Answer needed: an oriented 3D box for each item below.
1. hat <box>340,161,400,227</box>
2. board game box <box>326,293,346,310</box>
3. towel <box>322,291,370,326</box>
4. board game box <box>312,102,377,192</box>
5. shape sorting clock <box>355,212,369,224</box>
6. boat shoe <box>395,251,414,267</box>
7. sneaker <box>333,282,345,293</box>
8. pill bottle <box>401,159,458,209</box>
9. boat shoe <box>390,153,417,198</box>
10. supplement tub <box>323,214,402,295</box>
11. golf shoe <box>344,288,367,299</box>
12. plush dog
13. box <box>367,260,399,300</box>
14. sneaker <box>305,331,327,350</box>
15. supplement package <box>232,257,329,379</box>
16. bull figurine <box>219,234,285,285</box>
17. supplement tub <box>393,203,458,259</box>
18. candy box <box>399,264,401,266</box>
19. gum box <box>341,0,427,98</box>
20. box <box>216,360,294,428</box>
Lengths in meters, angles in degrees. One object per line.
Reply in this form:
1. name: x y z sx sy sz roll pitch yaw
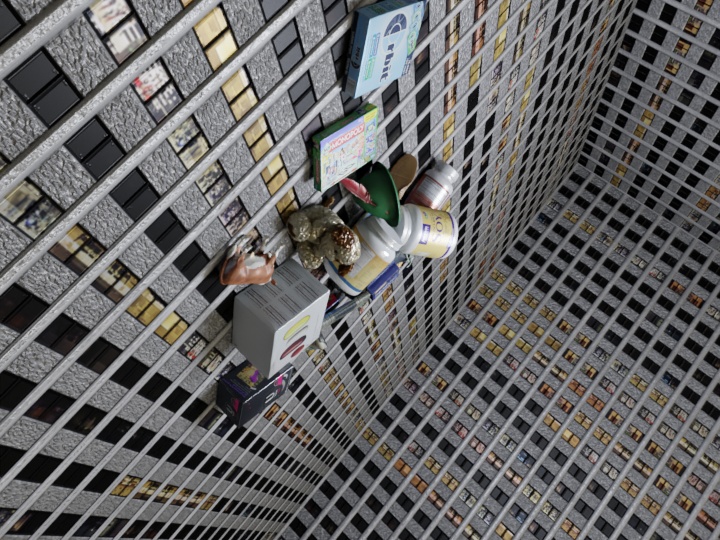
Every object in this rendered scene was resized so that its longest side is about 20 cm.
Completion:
1. hat: -0.009 -0.182 1.538 0.172 0.165 0.206 -21 107 -17
2. board game box: -0.120 0.111 1.799 0.157 0.039 0.200 -40 179 10
3. towel: -0.062 0.126 1.854 0.189 0.035 0.200 -31 174 -11
4. board game box: -0.034 -0.285 1.378 0.199 0.029 0.137 -39 147 -34
5. shape sorting clock: 0.028 -0.113 1.793 0.200 0.039 0.202 -45 157 -24
6. boat shoe: 0.163 -0.064 1.975 0.198 0.062 0.076 -35 155 -31
7. sneaker: 0.000 0.000 1.809 0.199 0.076 0.079 -41 158 13
8. pill bottle: 0.225 -0.247 1.903 0.202 0.111 0.112 -53 159 2
9. boat shoe: 0.099 -0.241 1.719 0.205 0.071 0.072 -66 -169 -6
10. supplement tub: 0.007 -0.047 1.654 0.200 0.146 0.144 -44 161 14
11. golf shoe: 0.024 0.011 1.935 0.202 0.077 0.088 -53 168 3
12. plush dog: -0.068 -0.079 1.451 0.161 0.171 0.201 -46 157 -17
13. box: 0.072 0.036 1.895 0.121 0.032 0.200 -44 171 -5
14. sneaker: -0.163 0.217 1.774 0.092 0.072 0.199 -29 -175 -18
15. supplement package: -0.204 0.121 1.509 0.199 0.146 0.194 -37 154 -38
16. bull figurine: -0.237 -0.015 1.342 0.199 0.064 0.124 -13 132 -63
17. supplement tub: 0.178 -0.118 1.779 0.195 0.147 0.148 7 124 -30
18. candy box: 0.134 -0.086 2.039 0.202 0.055 0.115 -55 157 6
19. gum box: 0.050 -0.478 1.259 0.199 0.044 0.173 -37 154 -39
20. box: -0.298 0.325 1.685 0.198 0.105 0.124 -33 151 -42
